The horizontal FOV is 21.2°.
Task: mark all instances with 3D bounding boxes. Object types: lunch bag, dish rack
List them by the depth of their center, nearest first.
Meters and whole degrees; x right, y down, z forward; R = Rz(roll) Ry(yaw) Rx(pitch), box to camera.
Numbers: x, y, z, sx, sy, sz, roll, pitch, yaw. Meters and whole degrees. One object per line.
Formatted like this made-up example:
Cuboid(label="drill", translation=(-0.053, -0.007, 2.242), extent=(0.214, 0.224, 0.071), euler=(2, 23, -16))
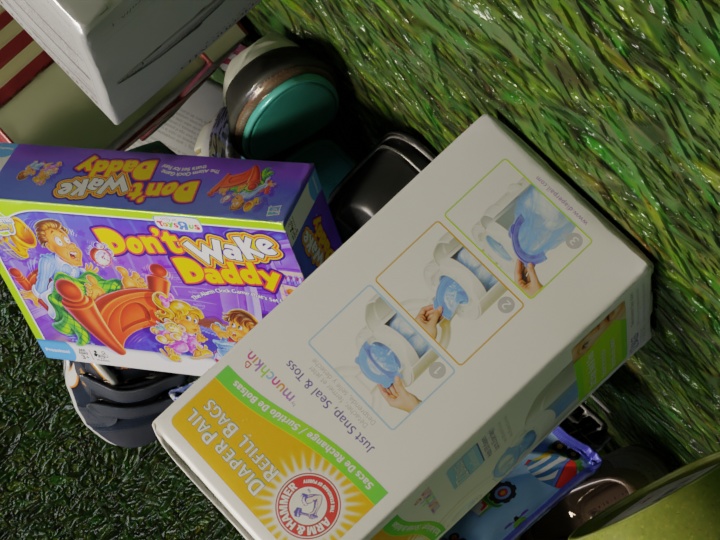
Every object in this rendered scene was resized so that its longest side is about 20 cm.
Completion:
Cuboid(label="lunch bag", translation=(0.012, 0.152, 1.022), extent=(0.094, 0.200, 0.151), euler=(43, 159, -6))
Cuboid(label="dish rack", translation=(0.056, 0.026, 1.054), extent=(0.200, 0.055, 0.153), euler=(43, 161, -2))

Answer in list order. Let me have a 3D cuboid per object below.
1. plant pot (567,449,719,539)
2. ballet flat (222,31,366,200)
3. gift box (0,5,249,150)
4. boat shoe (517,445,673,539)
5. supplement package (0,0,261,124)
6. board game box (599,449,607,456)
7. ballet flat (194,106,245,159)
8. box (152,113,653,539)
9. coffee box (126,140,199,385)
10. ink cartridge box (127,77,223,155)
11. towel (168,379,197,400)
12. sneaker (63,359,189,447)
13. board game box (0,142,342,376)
Cuboid(label="plant pot", translation=(0.184, 0.188, 0.881), extent=(0.200, 0.187, 0.187), euler=(62, 174, 4))
Cuboid(label="ballet flat", translation=(-0.044, -0.089, 1.088), extent=(0.068, 0.068, 0.200), euler=(59, 178, 19))
Cuboid(label="gift box", translation=(-0.180, -0.138, 1.170), extent=(0.185, 0.187, 0.200), euler=(50, 154, -9))
Cuboid(label="boat shoe", translation=(0.092, 0.166, 1.126), extent=(0.071, 0.200, 0.065), euler=(56, -154, 13))
Cuboid(label="supplement package", translation=(-0.109, -0.158, 0.844), extent=(0.117, 0.117, 0.200), euler=(47, 174, 2))
Cuboid(label="board game box", translation=(0.158, 0.165, 1.349), extent=(0.102, 0.048, 0.200), euler=(45, 173, 23))
Cuboid(label="ballet flat", translation=(-0.068, -0.067, 1.225), extent=(0.072, 0.072, 0.200), euler=(45, 180, 23))
Cuboid(label="box", translation=(0.023, 0.048, 0.847), extent=(0.101, 0.200, 0.113), euler=(45, 173, 18))
Cuboid(label="coffee box", translation=(-0.106, 0.023, 1.275), extent=(0.123, 0.044, 0.200), euler=(36, 145, 61))
Cuboid(label="ink cartridge box", translation=(-0.191, -0.081, 1.331), extent=(0.200, 0.174, 0.044), euler=(26, -177, -26))
Cuboid(label="towel", translation=(-0.005, 0.067, 1.199), extent=(0.145, 0.200, 0.024), euler=(54, -167, -56))
Cuboid(label="sneaker", translation=(-0.149, 0.057, 1.235), extent=(0.079, 0.078, 0.200), euler=(-122, 21, -44))
Cuboid(label="board game box", translation=(-0.104, -0.002, 1.053), extent=(0.200, 0.045, 0.135), euler=(5, 138, 25))
